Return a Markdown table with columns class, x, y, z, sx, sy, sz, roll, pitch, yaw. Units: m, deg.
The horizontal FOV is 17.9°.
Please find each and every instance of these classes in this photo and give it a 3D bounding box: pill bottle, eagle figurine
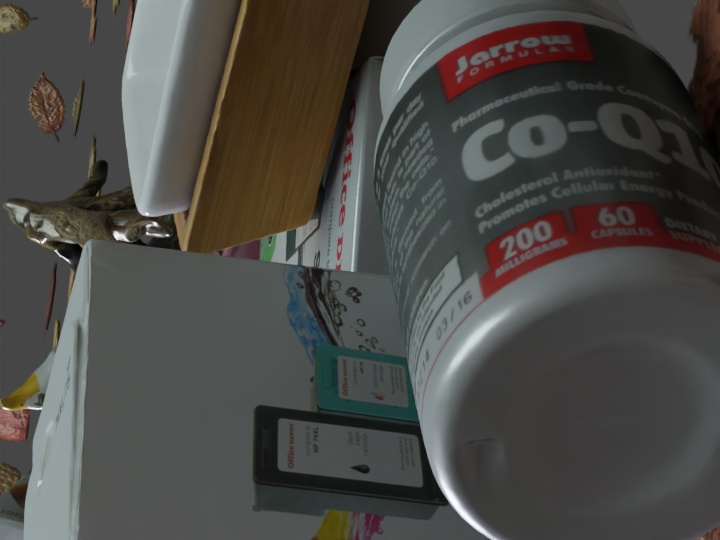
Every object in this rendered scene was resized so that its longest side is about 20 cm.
| class | x | y | z | sx | sy | sz | roll | pitch | yaw |
| --- | --- | --- | --- | --- | --- | --- | --- | --- | --- |
| pill bottle | 0.064 | -0.012 | 0.740 | 0.200 | 0.113 | 0.114 | -101 | 22 | -53 |
| eagle figurine | -0.110 | 0.047 | 1.164 | 0.152 | 0.150 | 0.200 | -81 | -30 | -58 |

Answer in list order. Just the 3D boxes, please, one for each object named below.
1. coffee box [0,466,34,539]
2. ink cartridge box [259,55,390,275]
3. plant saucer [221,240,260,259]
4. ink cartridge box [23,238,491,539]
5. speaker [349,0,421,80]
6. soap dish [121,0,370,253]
| class | x | y | z | sx | sy | sz | roll | pitch | yaw |
| --- | --- | --- | --- | --- | --- | --- | --- | --- | --- |
| coffee box | -0.130 | 0.147 | 1.329 | 0.200 | 0.114 | 0.080 | -46 | -34 | -65 |
| ink cartridge box | 0.012 | 0.003 | 1.027 | 0.200 | 0.084 | 0.147 | 137 | 138 | -70 |
| plant saucer | -0.031 | -0.056 | 1.253 | 0.201 | 0.051 | 0.201 | -161 | 90 | -85 |
| ink cartridge box | -0.019 | 0.097 | 0.851 | 0.147 | 0.199 | 0.146 | 113 | 160 | -52 |
| speaker | 0.039 | -0.176 | 1.021 | 0.081 | 0.081 | 0.201 | 154 | 123 | -75 |
| soap dish | -0.044 | -0.125 | 0.986 | 0.157 | 0.081 | 0.201 | -107 | 30 | -60 |
